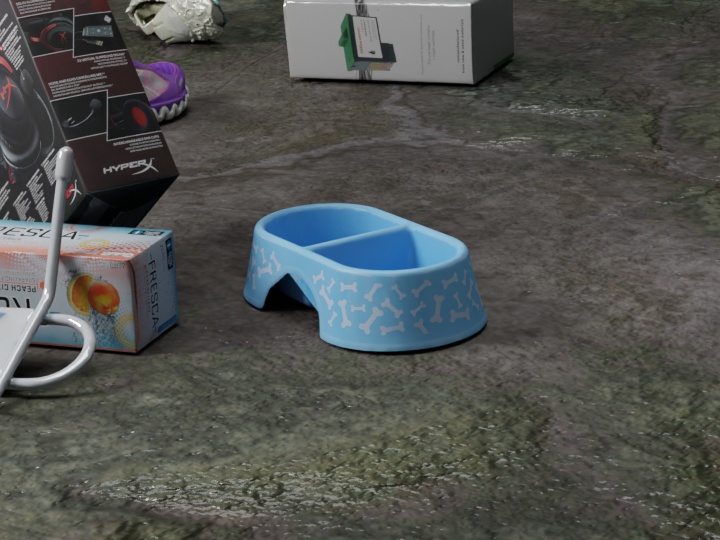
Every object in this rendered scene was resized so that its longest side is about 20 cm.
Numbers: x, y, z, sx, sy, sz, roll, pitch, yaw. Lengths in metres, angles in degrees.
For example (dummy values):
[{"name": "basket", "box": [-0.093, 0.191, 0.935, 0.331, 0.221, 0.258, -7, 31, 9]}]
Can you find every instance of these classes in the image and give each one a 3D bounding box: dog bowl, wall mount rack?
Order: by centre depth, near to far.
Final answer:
[{"name": "wall mount rack", "box": [-0.252, 0.005, 1.214, 0.199, 0.075, 0.174, 2, 42, 17]}, {"name": "dog bowl", "box": [0.000, 0.000, 1.295, 0.111, 0.050, 0.200, -13, 21, -30]}]

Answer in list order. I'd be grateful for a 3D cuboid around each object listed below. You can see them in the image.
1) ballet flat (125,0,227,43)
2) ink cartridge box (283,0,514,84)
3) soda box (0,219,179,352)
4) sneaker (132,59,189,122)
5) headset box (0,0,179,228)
[{"name": "ballet flat", "box": [-0.211, -0.284, 2.231, 0.071, 0.072, 0.200, -10, 17, -23]}, {"name": "ink cartridge box", "box": [0.040, -0.244, 2.003, 0.199, 0.085, 0.146, 4, 18, 21]}, {"name": "soda box", "box": [-0.221, 0.007, 1.285, 0.199, 0.064, 0.068, 5, 19, 20]}, {"name": "sneaker", "box": [-0.230, -0.175, 1.822, 0.080, 0.089, 0.200, 7, 19, 32]}, {"name": "headset box", "box": [-0.216, -0.114, 1.364, 0.075, 0.201, 0.149, -14, -17, -34]}]
